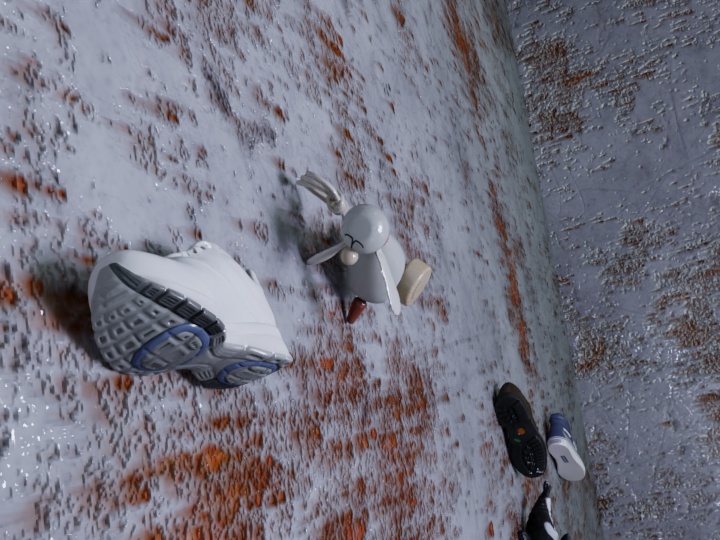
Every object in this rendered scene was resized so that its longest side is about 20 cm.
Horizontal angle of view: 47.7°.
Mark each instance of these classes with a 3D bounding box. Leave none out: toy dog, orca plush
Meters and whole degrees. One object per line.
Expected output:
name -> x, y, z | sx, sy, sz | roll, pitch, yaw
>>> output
toy dog -> 0.000, 0.000, 0.799 | 0.097, 0.131, 0.200 | -58, 146, -5
orca plush -> 0.324, 0.478, 1.479 | 0.070, 0.105, 0.203 | 29, 55, -20

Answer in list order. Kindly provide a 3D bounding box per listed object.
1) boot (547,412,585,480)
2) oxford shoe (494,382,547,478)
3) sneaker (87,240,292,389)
boot -> 0.522, 0.447, 2.054 | 0.201, 0.071, 0.092 | 60, 32, -42
oxford shoe -> 0.309, 0.299, 1.537 | 0.085, 0.071, 0.204 | -65, 139, -63
sneaker -> -0.111, 0.021, 0.522 | 0.200, 0.073, 0.089 | 46, 25, -68
